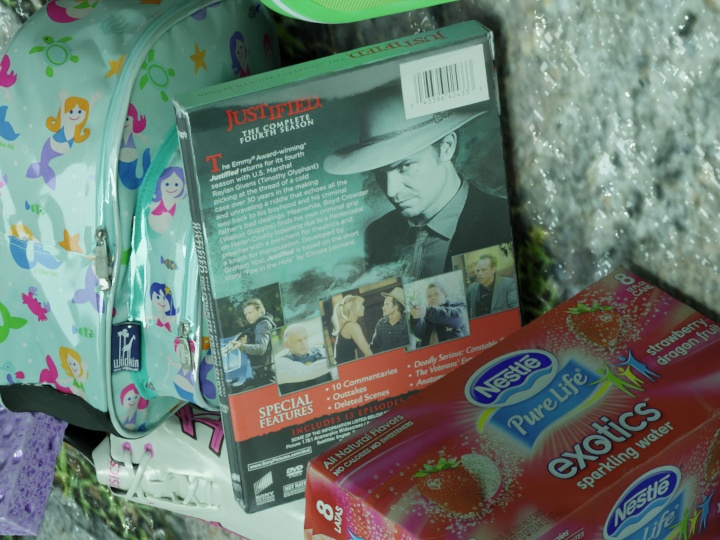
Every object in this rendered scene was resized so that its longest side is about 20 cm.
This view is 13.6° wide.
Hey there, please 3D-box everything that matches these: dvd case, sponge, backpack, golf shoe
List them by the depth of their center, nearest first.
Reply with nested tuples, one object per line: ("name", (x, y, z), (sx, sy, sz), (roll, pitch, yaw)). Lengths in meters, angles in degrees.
("dvd case", (0.000, 0.000, 1.342), (0.022, 0.145, 0.201), (-132, 30, -58))
("backpack", (-0.093, -0.036, 1.415), (0.150, 0.177, 0.201), (6, 112, 30))
("golf shoe", (-0.092, 0.104, 1.576), (0.200, 0.092, 0.073), (27, 132, 36))
("sponge", (-0.185, 0.040, 1.595), (0.111, 0.030, 0.201), (-5, 65, 50))

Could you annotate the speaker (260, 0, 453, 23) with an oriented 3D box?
("speaker", (0.031, -0.155, 1.260), (0.200, 0.088, 0.089), (-6, 108, 52))

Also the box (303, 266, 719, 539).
("box", (0.078, 0.094, 1.265), (0.100, 0.200, 0.096), (32, 137, 34))
